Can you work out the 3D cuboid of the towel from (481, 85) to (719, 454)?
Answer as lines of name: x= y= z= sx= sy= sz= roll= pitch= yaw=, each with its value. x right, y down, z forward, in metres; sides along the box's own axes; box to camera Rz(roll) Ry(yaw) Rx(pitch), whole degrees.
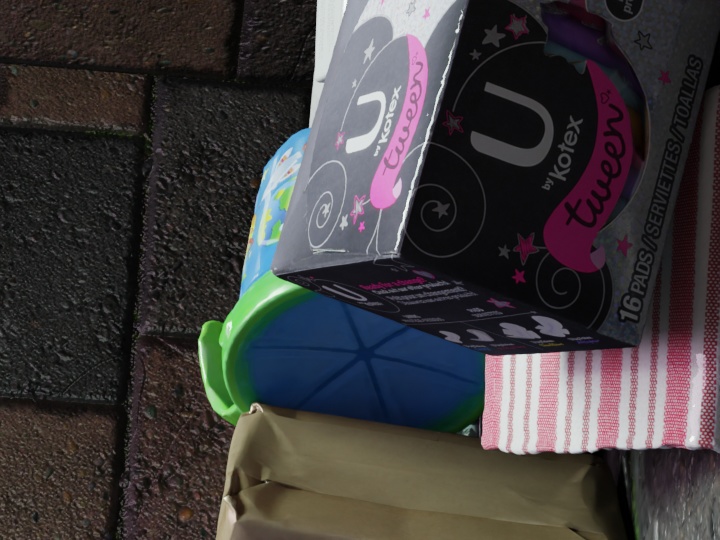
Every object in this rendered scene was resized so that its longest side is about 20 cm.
towel: x=0.107 y=0.005 z=1.096 sx=0.200 sy=0.030 sz=0.147 roll=171 pitch=103 yaw=-66

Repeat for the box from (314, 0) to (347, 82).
box: x=0.059 y=-0.145 z=1.298 sx=0.200 sy=0.152 sz=0.106 roll=-154 pitch=66 yaw=-85

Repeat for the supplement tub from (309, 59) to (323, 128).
supplement tub: x=0.026 y=-0.062 z=1.800 sx=0.132 sy=0.132 sz=0.200 roll=-98 pitch=14 yaw=-71

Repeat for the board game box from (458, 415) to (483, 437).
board game box: x=0.054 y=0.025 z=1.349 sx=0.135 sy=0.028 sz=0.200 roll=-177 pitch=87 yaw=-75

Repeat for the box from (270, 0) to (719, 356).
box: x=0.059 y=-0.078 z=1.043 sx=0.132 sy=0.115 sz=0.200 roll=-9 pitch=64 yaw=66

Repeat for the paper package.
paper package: x=0.020 y=0.180 z=1.241 sx=0.103 sy=0.190 sz=0.200 roll=-83 pitch=2 yaw=-61

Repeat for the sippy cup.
sippy cup: x=0.000 y=0.000 z=1.264 sx=0.140 sy=0.178 sz=0.130 roll=77 pitch=-173 yaw=-46
